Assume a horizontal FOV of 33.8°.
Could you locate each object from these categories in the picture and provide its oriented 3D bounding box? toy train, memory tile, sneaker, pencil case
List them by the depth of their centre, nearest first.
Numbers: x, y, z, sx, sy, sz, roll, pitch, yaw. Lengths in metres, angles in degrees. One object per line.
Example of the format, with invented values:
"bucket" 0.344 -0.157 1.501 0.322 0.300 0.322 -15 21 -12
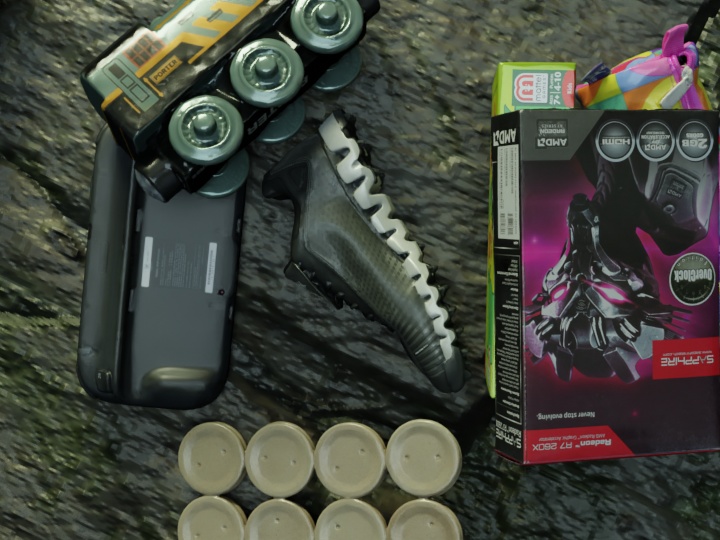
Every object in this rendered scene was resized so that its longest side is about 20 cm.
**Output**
"pencil case" 0.203 -0.047 0.750 0.088 0.088 0.200 -21 93 4
"toy train" -0.082 -0.135 0.759 0.114 0.085 0.200 43 78 10
"sneaker" 0.000 0.000 0.780 0.090 0.066 0.200 -29 86 7
"memory tile" -0.029 0.176 0.786 0.200 0.017 0.154 -2 86 16

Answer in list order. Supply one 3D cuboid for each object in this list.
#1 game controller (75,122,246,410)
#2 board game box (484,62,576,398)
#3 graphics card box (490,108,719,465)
"game controller" -0.135 -0.005 0.806 0.104 0.042 0.200 5 93 -11
"board game box" 0.106 -0.025 0.751 0.048 0.102 0.200 1 92 5
"graphics card box" 0.141 0.008 0.679 0.125 0.051 0.200 -1 92 -13
